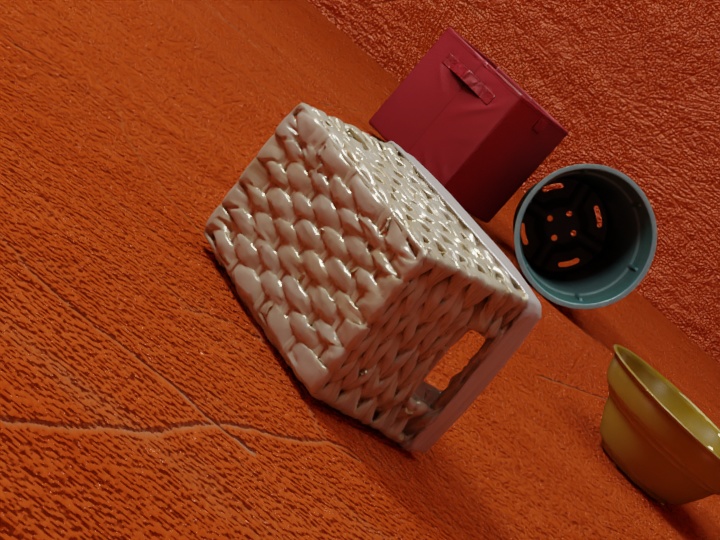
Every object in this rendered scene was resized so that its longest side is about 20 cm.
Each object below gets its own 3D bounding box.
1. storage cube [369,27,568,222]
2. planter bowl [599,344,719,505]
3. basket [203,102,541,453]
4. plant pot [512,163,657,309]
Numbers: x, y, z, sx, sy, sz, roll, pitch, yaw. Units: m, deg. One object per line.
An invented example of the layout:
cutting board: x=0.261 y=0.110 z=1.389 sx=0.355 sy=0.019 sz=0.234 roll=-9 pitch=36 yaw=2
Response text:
storage cube: x=0.156 y=-0.203 z=2.156 sx=0.171 sy=0.180 sz=0.200 roll=48 pitch=12 yaw=29
planter bowl: x=0.299 y=0.172 z=1.501 sx=0.200 sy=0.084 sz=0.200 roll=40 pitch=10 yaw=-9
basket: x=0.000 y=0.000 z=1.005 sx=0.123 sy=0.136 sz=0.200 roll=25 pitch=20 yaw=-44
plant pot: x=0.306 y=-0.057 z=2.168 sx=0.200 sy=0.200 sz=0.196 roll=40 pitch=3 yaw=-6
